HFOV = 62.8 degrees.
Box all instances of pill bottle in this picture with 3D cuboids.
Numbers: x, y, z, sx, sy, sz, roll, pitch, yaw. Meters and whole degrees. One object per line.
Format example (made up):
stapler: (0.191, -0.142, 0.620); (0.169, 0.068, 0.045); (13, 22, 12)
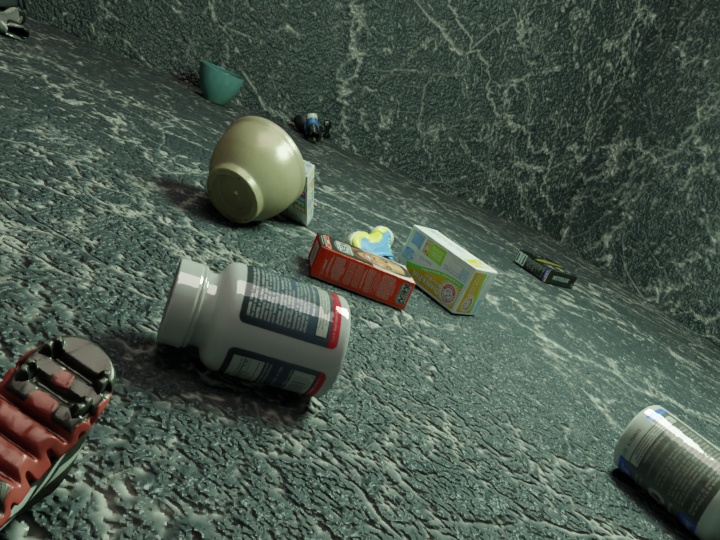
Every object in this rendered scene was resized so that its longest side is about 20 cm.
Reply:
pill bottle: (0.466, 0.295, 0.820); (0.111, 0.117, 0.200); (11, 21, -38)
pill bottle: (-0.119, 0.060, 0.665); (0.195, 0.122, 0.120); (19, 16, -20)

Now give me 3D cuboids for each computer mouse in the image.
computer mouse: (-0.241, -0.702, 2.900); (0.194, 0.054, 0.139); (17, -27, 1)

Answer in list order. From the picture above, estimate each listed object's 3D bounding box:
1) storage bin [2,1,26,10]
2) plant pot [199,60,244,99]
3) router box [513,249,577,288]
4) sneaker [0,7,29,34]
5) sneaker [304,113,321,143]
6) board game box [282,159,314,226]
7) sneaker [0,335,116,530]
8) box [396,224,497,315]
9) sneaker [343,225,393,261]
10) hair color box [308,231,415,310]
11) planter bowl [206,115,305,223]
storage bin: (-1.399, -1.082, 2.309); (0.131, 0.150, 0.200); (-17, 37, -25)
plant pot: (-0.620, -0.806, 2.572); (0.195, 0.138, 0.201); (23, 16, -7)
router box: (0.683, -0.005, 2.177); (0.196, 0.053, 0.157); (11, 22, -41)
sneaker: (-1.125, -0.796, 1.930); (0.113, 0.076, 0.202); (27, 26, -9)
sneaker: (-0.227, -0.647, 2.800); (0.074, 0.115, 0.200); (-4, -14, -8)
board game box: (-0.167, -0.189, 1.301); (0.131, 0.035, 0.201); (27, -25, 7)
sneaker: (-0.236, 0.133, 0.365); (0.070, 0.099, 0.202); (35, 40, -1)
box: (0.189, -0.001, 1.323); (0.100, 0.115, 0.199); (8, 24, -48)
sneaker: (0.040, -0.037, 1.316); (0.105, 0.077, 0.198); (43, 29, 18)
hair color box: (0.000, 0.000, 1.135); (0.195, 0.063, 0.102); (21, 15, -16)
planter bowl: (-0.223, -0.181, 1.174); (0.196, 0.203, 0.136); (26, 44, 6)
